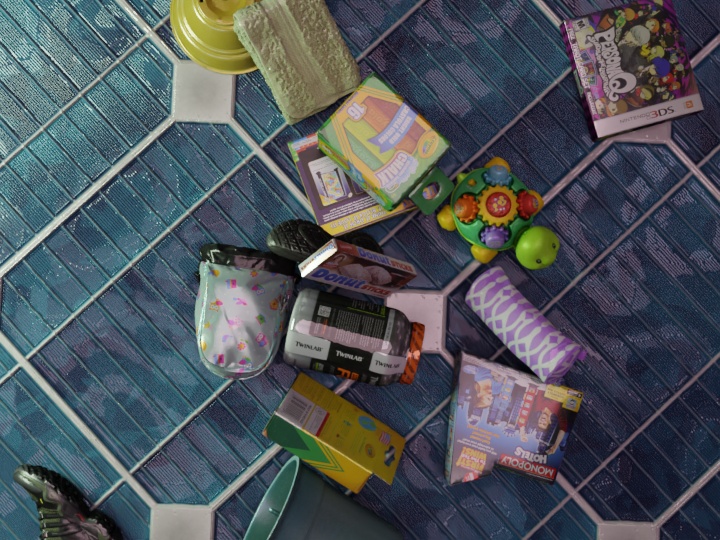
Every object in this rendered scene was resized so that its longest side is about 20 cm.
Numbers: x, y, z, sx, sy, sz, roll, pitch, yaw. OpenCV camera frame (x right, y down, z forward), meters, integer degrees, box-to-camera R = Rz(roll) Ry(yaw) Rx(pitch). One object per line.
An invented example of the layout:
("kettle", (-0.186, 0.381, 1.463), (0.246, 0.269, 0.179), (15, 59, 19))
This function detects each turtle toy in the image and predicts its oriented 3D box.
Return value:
("turtle toy", (0.223, -0.081, 1.374), (0.200, 0.101, 0.146), (44, 88, 1))

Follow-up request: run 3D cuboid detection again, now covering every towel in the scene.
("towel", (-0.093, -0.339, 1.372), (0.148, 0.036, 0.200), (-32, 118, -4))

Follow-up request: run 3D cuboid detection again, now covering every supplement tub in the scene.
("supplement tub", (-0.009, 0.105, 1.351), (0.200, 0.123, 0.123), (14, 87, 0))

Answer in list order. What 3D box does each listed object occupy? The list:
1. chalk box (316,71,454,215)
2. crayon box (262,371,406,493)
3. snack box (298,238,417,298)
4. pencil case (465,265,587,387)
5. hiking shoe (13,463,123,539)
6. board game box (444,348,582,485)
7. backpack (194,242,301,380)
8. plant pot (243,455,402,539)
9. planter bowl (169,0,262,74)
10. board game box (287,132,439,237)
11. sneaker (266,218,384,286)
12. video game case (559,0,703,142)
("chalk box", (0.048, -0.170, 1.308), (0.200, 0.124, 0.125), (42, 88, 0))
("crayon box", (-0.036, 0.251, 1.340), (0.200, 0.127, 0.051), (32, 116, 1))
("snack box", (0.000, 0.000, 1.320), (0.072, 0.200, 0.024), (-36, 60, 27))
("pencil case", (0.250, 0.081, 1.349), (0.085, 0.084, 0.200), (-32, 66, -26))
("hiking shoe", (-0.465, 0.383, 1.353), (0.200, 0.076, 0.101), (41, 84, 0))
("board game box", (0.214, 0.248, 1.373), (0.200, 0.062, 0.200), (20, 88, -1))
("backpack", (-0.185, 0.065, 1.345), (0.167, 0.127, 0.200), (8, 86, -1))
("plant pot", (-0.057, 0.409, 1.314), (0.196, 0.200, 0.200), (30, 87, -9))
("planter bowl", (-0.205, -0.416, 1.387), (0.200, 0.083, 0.201), (0, 87, -2))
("board game box", (0.007, -0.155, 1.395), (0.200, 0.057, 0.165), (-19, 90, -2))
("sneaker", (-0.059, -0.017, 1.338), (0.200, 0.091, 0.076), (13, 42, -35))
("video game case", (0.433, -0.325, 1.421), (0.181, 0.036, 0.200), (-15, 88, -3))
